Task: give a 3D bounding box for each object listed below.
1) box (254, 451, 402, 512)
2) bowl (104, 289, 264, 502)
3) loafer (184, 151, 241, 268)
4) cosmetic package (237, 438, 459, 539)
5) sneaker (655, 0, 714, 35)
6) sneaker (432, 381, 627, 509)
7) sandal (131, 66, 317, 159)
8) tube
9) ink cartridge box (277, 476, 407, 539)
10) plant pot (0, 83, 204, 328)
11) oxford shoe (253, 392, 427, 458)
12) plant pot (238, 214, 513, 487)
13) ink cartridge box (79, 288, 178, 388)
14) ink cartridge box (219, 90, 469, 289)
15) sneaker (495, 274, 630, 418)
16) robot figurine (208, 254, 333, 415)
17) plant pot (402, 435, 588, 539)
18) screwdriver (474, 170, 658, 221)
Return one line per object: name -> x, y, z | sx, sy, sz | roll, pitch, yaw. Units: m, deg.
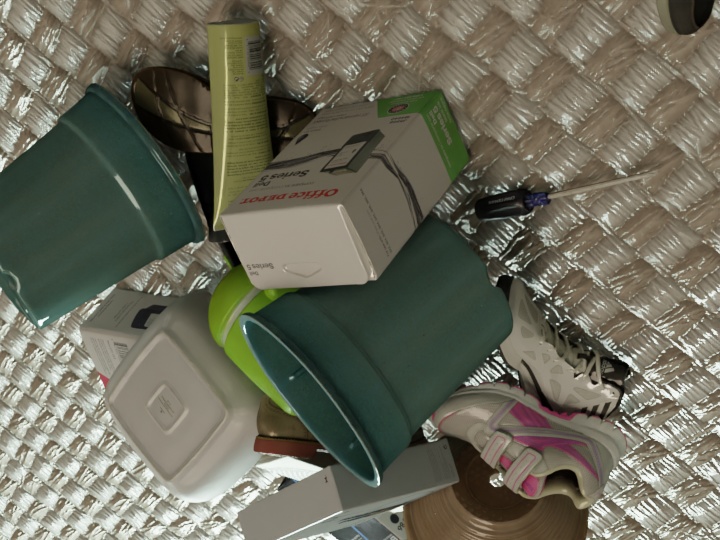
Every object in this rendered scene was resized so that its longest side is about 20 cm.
box -> -0.015, 0.216, 1.634 | 0.199, 0.069, 0.082 | 23, 154, -26
bowl -> -0.196, 0.148, 1.596 | 0.200, 0.075, 0.200 | 50, 117, 15
loafer -> -0.135, -0.057, 1.519 | 0.068, 0.070, 0.201 | -2, 127, 36
cosmetic package -> -0.016, 0.235, 1.476 | 0.200, 0.150, 0.052 | -35, 66, 51
sneaker -> 0.283, -0.250, 1.041 | 0.106, 0.075, 0.201 | 21, 136, 20
sneaker -> 0.165, 0.179, 1.432 | 0.199, 0.088, 0.082 | 15, 143, 7
sandal -> -0.134, -0.159, 1.437 | 0.199, 0.055, 0.082 | 8, 108, 8
tube -> -0.118, -0.141, 1.382 | 0.058, 0.052, 0.201 | -2, 104, 11
ink cartridge box -> -0.004, 0.312, 1.807 | 0.200, 0.039, 0.099 | 38, 139, -4
plant pot -> -0.298, -0.055, 1.476 | 0.200, 0.196, 0.200 | 47, 164, 17
oxford shoe -> -0.017, 0.165, 1.540 | 0.199, 0.075, 0.070 | 4, 176, -25
plant pot -> 0.024, 0.061, 1.325 | 0.200, 0.196, 0.200 | 46, 163, 18
ink cartridge box -> -0.222, 0.112, 1.730 | 0.199, 0.084, 0.145 | 7, 132, 30
ink cartridge box -> -0.012, -0.075, 1.313 | 0.145, 0.200, 0.084 | -4, 122, 37
sneaker -> 0.207, 0.077, 1.423 | 0.115, 0.076, 0.201 | -4, 134, 26
robot figurine -> -0.076, 0.068, 1.470 | 0.200, 0.116, 0.176 | 42, 149, 18
plant pot -> 0.144, 0.239, 1.499 | 0.200, 0.201, 0.093 | 22, 150, 15
screwdriver -> 0.186, -0.069, 1.313 | 0.199, 0.029, 0.028 | -8, 124, 45
